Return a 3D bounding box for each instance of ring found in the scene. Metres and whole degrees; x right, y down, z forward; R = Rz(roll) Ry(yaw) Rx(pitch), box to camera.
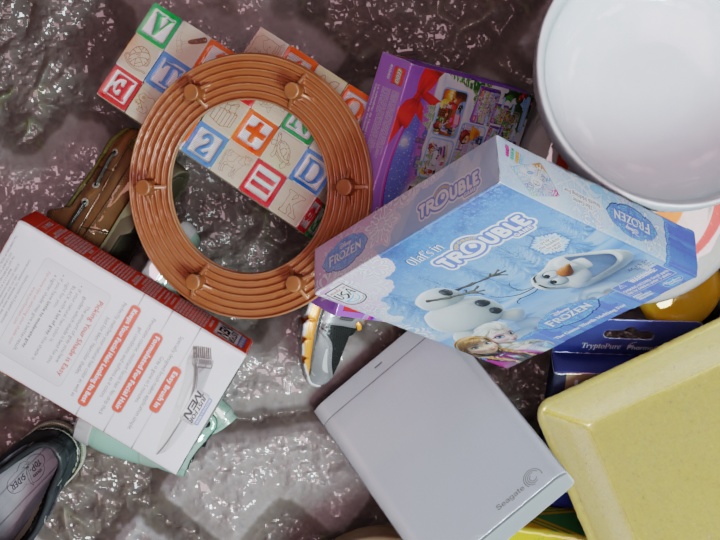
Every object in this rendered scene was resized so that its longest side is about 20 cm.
[{"bbox_3d":[-0.087,-0.064,1.364,0.199,0.019,0.202,2,95,19],"label":"ring"}]

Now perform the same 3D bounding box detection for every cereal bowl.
[{"bbox_3d":[0.220,-0.139,1.318,0.198,0.083,0.202,0,85,-3],"label":"cereal bowl"}]

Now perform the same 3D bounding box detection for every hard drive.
[{"bbox_3d":[0.061,0.137,1.421,0.132,0.200,0.027,-39,139,1],"label":"hard drive"}]

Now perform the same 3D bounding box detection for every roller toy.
[{"bbox_3d":[0.211,-0.066,1.423,0.181,0.140,0.202,15,94,-3],"label":"roller toy"}]

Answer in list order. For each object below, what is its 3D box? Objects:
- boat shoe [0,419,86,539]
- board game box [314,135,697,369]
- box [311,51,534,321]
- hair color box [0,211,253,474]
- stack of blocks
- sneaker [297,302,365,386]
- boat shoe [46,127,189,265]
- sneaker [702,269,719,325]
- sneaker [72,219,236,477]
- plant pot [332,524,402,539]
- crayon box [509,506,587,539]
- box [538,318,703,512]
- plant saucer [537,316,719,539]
[{"bbox_3d":[-0.300,0.207,1.459,0.199,0.066,0.075,-43,95,1],"label":"boat shoe"},{"bbox_3d":[0.103,-0.006,1.305,0.198,0.199,0.044,22,54,-33],"label":"board game box"},{"bbox_3d":[0.048,-0.057,1.399,0.136,0.039,0.202,9,103,-42],"label":"box"},{"bbox_3d":[-0.195,0.054,1.382,0.199,0.064,0.111,31,99,-2],"label":"hair color box"},{"bbox_3d":[-0.092,-0.129,1.415,0.199,0.059,0.116,33,89,13],"label":"stack of blocks"},{"bbox_3d":[0.000,0.000,1.452,0.077,0.078,0.202,18,93,-9],"label":"sneaker"},{"bbox_3d":[-0.221,-0.023,1.448,0.068,0.072,0.200,40,93,12],"label":"boat shoe"},{"bbox_3d":[0.301,0.081,1.436,0.090,0.067,0.201,-15,64,-20],"label":"sneaker"},{"bbox_3d":[-0.141,0.066,1.451,0.117,0.074,0.202,23,100,-1],"label":"sneaker"},{"bbox_3d":[0.022,0.313,1.436,0.199,0.093,0.203,6,109,16],"label":"plant pot"},{"bbox_3d":[0.144,0.257,1.467,0.198,0.051,0.128,8,108,7],"label":"crayon box"},{"bbox_3d":[0.204,0.127,1.445,0.120,0.033,0.201,2,125,-2],"label":"box"},{"bbox_3d":[0.260,0.154,1.362,0.199,0.048,0.201,-26,74,17],"label":"plant saucer"}]
